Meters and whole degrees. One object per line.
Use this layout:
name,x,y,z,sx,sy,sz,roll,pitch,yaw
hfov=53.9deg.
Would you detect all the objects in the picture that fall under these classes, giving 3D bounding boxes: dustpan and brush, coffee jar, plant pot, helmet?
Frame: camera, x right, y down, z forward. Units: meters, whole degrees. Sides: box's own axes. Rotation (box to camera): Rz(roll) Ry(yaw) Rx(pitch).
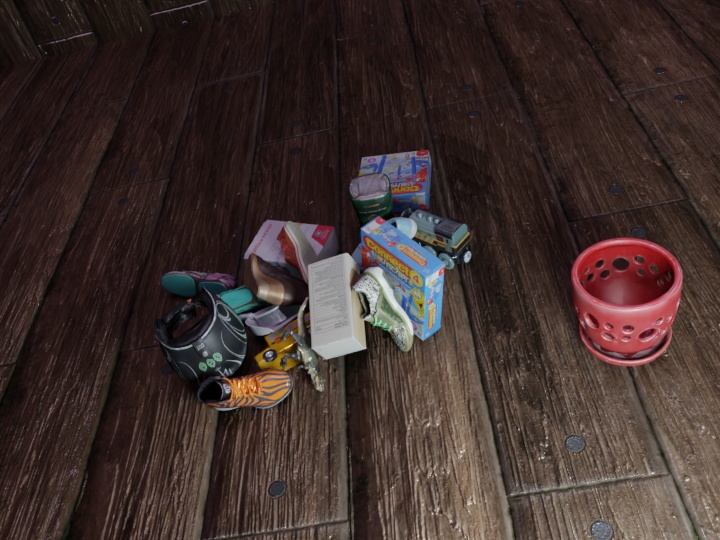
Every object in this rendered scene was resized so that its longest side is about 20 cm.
dustpan and brush,-0.234,0.111,1.649,0.198,0.058,0.139,-22,10,39
coffee jar,0.036,-0.143,1.741,0.102,0.201,0.086,-12,54,3
plant pot,0.510,0.066,1.373,0.197,0.184,0.202,-9,42,8
helmet,-0.341,0.153,1.548,0.197,0.192,0.202,-10,51,13

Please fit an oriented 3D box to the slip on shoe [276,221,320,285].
slip on shoe,-0.145,-0.030,1.665,0.061,0.074,0.201,-46,51,20

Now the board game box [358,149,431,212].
board game box,0.091,-0.241,1.937,0.196,0.056,0.198,-5,42,13

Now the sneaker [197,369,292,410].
sneaker,-0.244,0.249,1.460,0.197,0.112,0.079,-17,74,10

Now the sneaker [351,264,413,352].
sneaker,0.039,0.094,1.501,0.088,0.202,0.077,-33,9,-27

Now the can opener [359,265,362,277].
can opener,0.000,0.000,1.658,0.197,0.068,0.053,-21,40,-15

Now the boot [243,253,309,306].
boot,-0.182,0.031,1.664,0.164,0.073,0.200,12,21,-25

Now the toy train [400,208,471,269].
toy train,0.178,-0.084,1.694,0.199,0.115,0.085,26,56,38

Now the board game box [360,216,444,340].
board game box,0.087,0.017,1.517,0.056,0.198,0.199,-33,52,-27

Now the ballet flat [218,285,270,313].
ballet flat,-0.265,0.063,1.705,0.198,0.068,0.070,-14,-7,-35

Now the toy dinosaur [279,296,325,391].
toy dinosaur,-0.129,0.161,1.498,0.087,0.204,0.047,-5,-9,-38

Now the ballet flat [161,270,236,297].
ballet flat,-0.407,0.030,1.806,0.197,0.070,0.071,4,27,16

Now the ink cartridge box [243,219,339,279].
ink cartridge box,-0.171,-0.044,1.786,0.197,0.086,0.149,6,47,24

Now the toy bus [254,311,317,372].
toy bus,-0.143,0.159,1.572,0.198,0.066,0.078,-29,43,-14

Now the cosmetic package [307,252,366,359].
cosmetic package,-0.051,0.076,1.513,0.104,0.071,0.203,-15,59,19

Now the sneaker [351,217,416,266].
sneaker,0.037,-0.072,1.691,0.199,0.081,0.075,-37,60,29
